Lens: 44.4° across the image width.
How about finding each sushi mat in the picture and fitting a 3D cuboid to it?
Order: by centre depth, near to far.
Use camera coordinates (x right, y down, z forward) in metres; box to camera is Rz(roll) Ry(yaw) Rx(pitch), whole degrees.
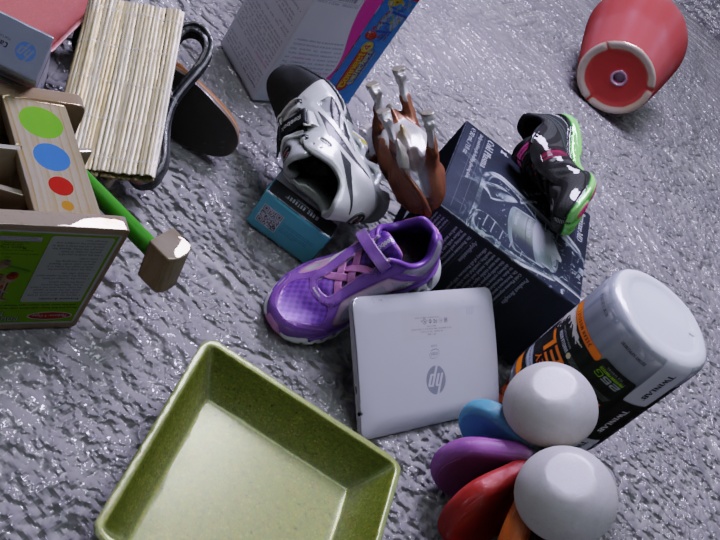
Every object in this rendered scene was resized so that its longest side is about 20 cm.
[{"bbox_3d":[-0.222,-0.172,0.814,0.095,0.012,0.201,7,62,-8],"label":"sushi mat"}]

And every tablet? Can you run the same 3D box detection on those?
[{"bbox_3d":[0.068,0.086,0.864,0.199,0.014,0.131,-3,88,-42],"label":"tablet"}]

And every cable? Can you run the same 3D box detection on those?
[{"bbox_3d":[-0.193,-0.156,0.835,0.097,0.050,0.200,37,72,3],"label":"cable"}]

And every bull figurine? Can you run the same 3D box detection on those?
[{"bbox_3d":[0.042,-0.135,0.923,0.065,0.122,0.200,-18,36,-7],"label":"bull figurine"}]

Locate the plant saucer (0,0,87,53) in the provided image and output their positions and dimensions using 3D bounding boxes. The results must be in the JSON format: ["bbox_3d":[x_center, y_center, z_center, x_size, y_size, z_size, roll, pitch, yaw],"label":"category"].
[{"bbox_3d":[-0.359,-0.282,0.867,0.199,0.037,0.200,22,40,-6],"label":"plant saucer"}]

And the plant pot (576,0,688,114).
[{"bbox_3d":[0.490,-0.391,1.623,0.200,0.200,0.178,39,46,-3],"label":"plant pot"}]

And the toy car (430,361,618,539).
[{"bbox_3d":[0.137,0.190,0.782,0.149,0.176,0.201,-3,45,4],"label":"toy car"}]

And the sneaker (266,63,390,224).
[{"bbox_3d":[-0.052,-0.134,0.896,0.088,0.074,0.200,-11,60,-48],"label":"sneaker"}]

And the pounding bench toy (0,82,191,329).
[{"bbox_3d":[-0.246,-0.054,0.691,0.199,0.124,0.157,1,52,-40],"label":"pounding bench toy"}]

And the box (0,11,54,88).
[{"bbox_3d":[-0.333,-0.191,0.716,0.155,0.041,0.200,24,-4,-21],"label":"box"}]

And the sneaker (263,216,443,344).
[{"bbox_3d":[0.000,0.000,0.846,0.199,0.089,0.081,-24,73,-24],"label":"sneaker"}]

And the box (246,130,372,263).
[{"bbox_3d":[-0.045,-0.095,0.967,0.082,0.049,0.200,37,38,-6],"label":"box"}]

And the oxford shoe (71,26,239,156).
[{"bbox_3d":[-0.199,-0.198,0.921,0.200,0.071,0.071,40,32,0],"label":"oxford shoe"}]

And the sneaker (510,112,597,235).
[{"bbox_3d":[0.213,-0.112,1.006,0.083,0.077,0.201,12,39,-9],"label":"sneaker"}]

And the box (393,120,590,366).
[{"bbox_3d":[0.147,-0.035,1.017,0.196,0.124,0.200,37,37,-9],"label":"box"}]

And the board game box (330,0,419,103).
[{"bbox_3d":[-0.030,-0.353,1.114,0.056,0.196,0.201,-5,56,-43],"label":"board game box"}]

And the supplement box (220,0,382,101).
[{"bbox_3d":[-0.064,-0.301,1.031,0.101,0.200,0.104,-7,56,-45],"label":"supplement box"}]

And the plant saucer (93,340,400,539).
[{"bbox_3d":[-0.080,0.179,0.668,0.200,0.048,0.200,35,38,-9],"label":"plant saucer"}]

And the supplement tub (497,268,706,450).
[{"bbox_3d":[0.235,0.102,0.892,0.122,0.200,0.123,23,40,-21],"label":"supplement tub"}]
